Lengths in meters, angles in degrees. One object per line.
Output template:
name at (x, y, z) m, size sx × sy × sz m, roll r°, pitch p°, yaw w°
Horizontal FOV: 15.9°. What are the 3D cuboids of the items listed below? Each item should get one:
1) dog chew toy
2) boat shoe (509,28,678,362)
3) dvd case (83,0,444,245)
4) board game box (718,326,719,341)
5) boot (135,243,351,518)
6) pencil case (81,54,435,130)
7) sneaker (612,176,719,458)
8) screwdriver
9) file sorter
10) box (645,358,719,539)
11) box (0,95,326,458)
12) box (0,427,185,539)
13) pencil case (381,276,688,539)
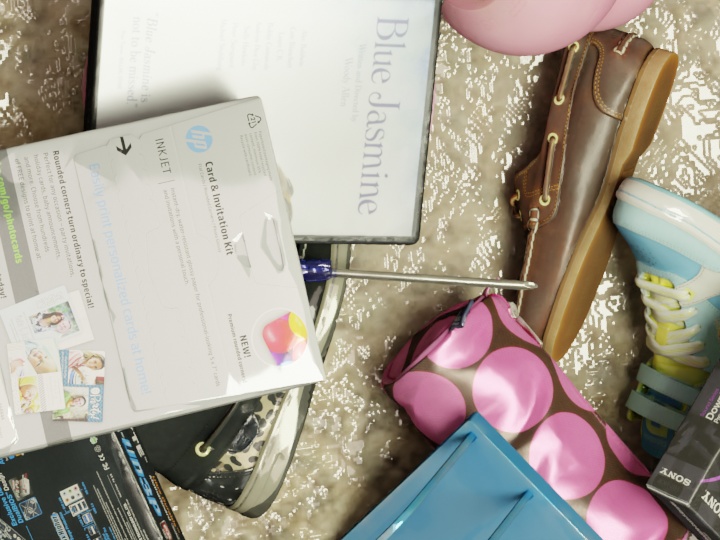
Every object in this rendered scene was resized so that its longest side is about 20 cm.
dog chew toy at (0.125, -0.191, 1.491) m, size 0.199 × 0.124 × 0.125 m, roll -13°, pitch 99°, yaw -47°
boat shoe at (0.126, -0.048, 1.542) m, size 0.070 × 0.070 × 0.201 m, roll 21°, pitch 95°, yaw 16°
dvd case at (-0.054, -0.085, 1.408) m, size 0.199 × 0.018 × 0.144 m, roll 0°, pitch 104°, yaw -22°
board game box at (0.264, 0.089, 1.568) m, size 0.095 × 0.030 × 0.201 m, roll -37°, pitch 136°, yaw -28°
boot at (-0.096, 0.025, 1.457) m, size 0.153 × 0.073 × 0.205 m, roll 17°, pitch 86°, yaw -18°
pencil case at (-0.055, -0.102, 1.458) m, size 0.199 × 0.083 × 0.087 m, roll -1°, pitch 115°, yaw -20°
sneaker at (0.191, 0.039, 1.539) m, size 0.200 × 0.079 × 0.131 m, roll 40°, pitch 82°, yaw -39°
screwdriver at (0.000, 0.000, 1.433) m, size 0.198 × 0.029 × 0.028 m, roll 1°, pitch 126°, yaw -10°
file sorter at (0.072, 0.213, 1.446) m, size 0.200 × 0.139 × 0.123 m, roll 46°, pitch 34°, yaw 2°
box at (0.254, 0.075, 1.499) m, size 0.201 × 0.036 × 0.143 m, roll -57°, pitch 140°, yaw -9°
box at (-0.132, 0.005, 1.346) m, size 0.199 × 0.041 × 0.157 m, roll -13°, pitch 89°, yaw -11°
box at (-0.179, 0.155, 1.394) m, size 0.158 × 0.046 × 0.201 m, roll -25°, pitch 90°, yaw 10°
pencil case at (0.107, 0.105, 1.507) m, size 0.094 × 0.091 × 0.200 m, roll -42°, pitch 94°, yaw -16°
